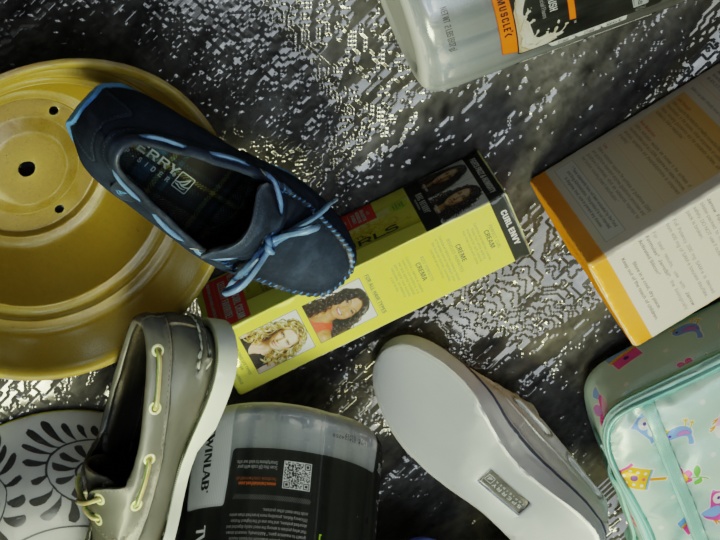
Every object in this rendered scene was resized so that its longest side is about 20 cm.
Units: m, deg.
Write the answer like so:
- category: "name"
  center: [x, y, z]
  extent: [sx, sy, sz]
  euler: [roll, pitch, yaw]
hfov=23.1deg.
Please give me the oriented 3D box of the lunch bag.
- category: "lunch bag"
  center: [0.245, 0.129, 1.210]
  extent: [0.160, 0.077, 0.200]
  euler: [-26, 120, 1]

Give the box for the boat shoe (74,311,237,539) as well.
- category: "boat shoe"
  center: [-0.134, 0.116, 1.033]
  extent: [0.060, 0.072, 0.202]
  euler: [13, 106, -31]

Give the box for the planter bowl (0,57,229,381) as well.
- category: "planter bowl"
  center: [-0.181, -0.043, 1.006]
  extent: [0.200, 0.083, 0.201]
  euler: [-13, 124, -21]

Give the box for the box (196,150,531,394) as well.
- category: "box"
  center: [0.000, 0.000, 1.088]
  extent: [0.200, 0.075, 0.050]
  euler: [-26, 118, 2]

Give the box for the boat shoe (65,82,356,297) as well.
- category: "boat shoe"
  center: [-0.078, -0.027, 0.972]
  extent: [0.200, 0.069, 0.084]
  euler: [24, 106, -36]

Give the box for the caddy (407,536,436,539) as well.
- category: "caddy"
  center: [0.011, 0.272, 1.159]
  extent: [0.141, 0.105, 0.200]
  euler: [36, 63, -55]

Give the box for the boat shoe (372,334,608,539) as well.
- category: "boat shoe"
  center: [0.091, 0.112, 1.171]
  extent: [0.200, 0.070, 0.071]
  euler: [43, 120, -3]

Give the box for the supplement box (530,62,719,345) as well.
- category: "supplement box"
  center: [0.219, -0.057, 1.079]
  extent: [0.200, 0.126, 0.074]
  euler: [-31, 119, 5]

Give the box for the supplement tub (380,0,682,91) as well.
- category: "supplement tub"
  center: [0.108, -0.188, 0.986]
  extent: [0.200, 0.123, 0.123]
  euler: [-21, 120, -2]

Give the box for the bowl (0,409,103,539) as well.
- category: "bowl"
  center: [-0.186, 0.198, 1.135]
  extent: [0.200, 0.094, 0.201]
  euler: [-6, 117, -11]

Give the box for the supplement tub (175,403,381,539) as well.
- category: "supplement tub"
  center: [-0.054, 0.191, 1.062]
  extent: [0.122, 0.200, 0.123]
  euler: [5, 158, 2]
